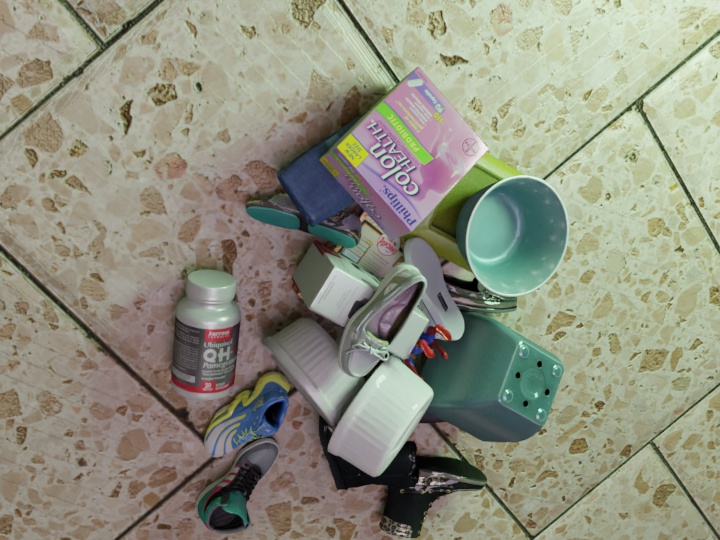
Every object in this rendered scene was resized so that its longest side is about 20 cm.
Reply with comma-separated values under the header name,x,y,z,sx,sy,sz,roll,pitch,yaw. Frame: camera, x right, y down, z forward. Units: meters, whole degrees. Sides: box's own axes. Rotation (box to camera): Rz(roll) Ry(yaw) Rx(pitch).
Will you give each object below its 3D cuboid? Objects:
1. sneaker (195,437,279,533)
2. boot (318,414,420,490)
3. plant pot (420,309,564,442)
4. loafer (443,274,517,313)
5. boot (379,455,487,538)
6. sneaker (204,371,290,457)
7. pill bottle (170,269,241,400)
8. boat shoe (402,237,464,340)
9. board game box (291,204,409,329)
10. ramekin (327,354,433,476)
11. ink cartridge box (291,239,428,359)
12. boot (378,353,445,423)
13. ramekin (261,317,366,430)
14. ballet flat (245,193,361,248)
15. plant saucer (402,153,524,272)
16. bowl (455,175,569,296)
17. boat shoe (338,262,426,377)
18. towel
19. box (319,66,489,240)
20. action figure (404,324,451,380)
name,x,y,z,sx,sy,sz,roll,pitch,yaw
sneaker,-0.217,0.402,1.683,0.200,0.121,0.084,-46,117,5
boot,0.020,0.327,1.720,0.166,0.077,0.202,-7,122,12
plant pot,0.247,0.196,1.661,0.195,0.199,0.198,30,76,-25
loafer,0.200,0.038,1.693,0.198,0.072,0.064,4,104,-16
boot,0.139,0.452,1.837,0.201,0.074,0.155,9,106,-12
sneaker,-0.201,0.270,1.644,0.076,0.105,0.200,39,96,-26
pill bottle,-0.258,0.106,1.556,0.109,0.111,0.202,1,111,-17
boat shoe,0.112,0.035,1.616,0.071,0.069,0.201,-46,117,-39
board game box,0.000,0.000,1.627,0.151,0.046,0.200,37,97,-26
ramekin,0.040,0.253,1.583,0.097,0.200,0.202,34,101,12
ink cartridge box,-0.001,0.048,1.538,0.199,0.145,0.084,30,99,-24
boot,0.134,0.213,1.744,0.198,0.066,0.167,-3,114,-15
ramekin,-0.073,0.170,1.598,0.094,0.202,0.203,-41,117,-10
ballet flat,-0.090,-0.096,1.548,0.198,0.072,0.073,17,107,-1
plant saucer,0.187,-0.113,1.612,0.199,0.048,0.201,25,91,-26
bowl,0.240,-0.065,1.561,0.199,0.105,0.203,-5,103,-22
boat shoe,0.034,0.084,1.445,0.074,0.065,0.203,33,97,-24
towel,-0.033,-0.165,1.513,0.199,0.048,0.112,-35,95,-19
box,0.069,-0.185,1.474,0.200,0.097,0.176,-45,99,-17
action figure,0.118,0.146,1.606,0.065,0.200,0.099,-40,96,-13
